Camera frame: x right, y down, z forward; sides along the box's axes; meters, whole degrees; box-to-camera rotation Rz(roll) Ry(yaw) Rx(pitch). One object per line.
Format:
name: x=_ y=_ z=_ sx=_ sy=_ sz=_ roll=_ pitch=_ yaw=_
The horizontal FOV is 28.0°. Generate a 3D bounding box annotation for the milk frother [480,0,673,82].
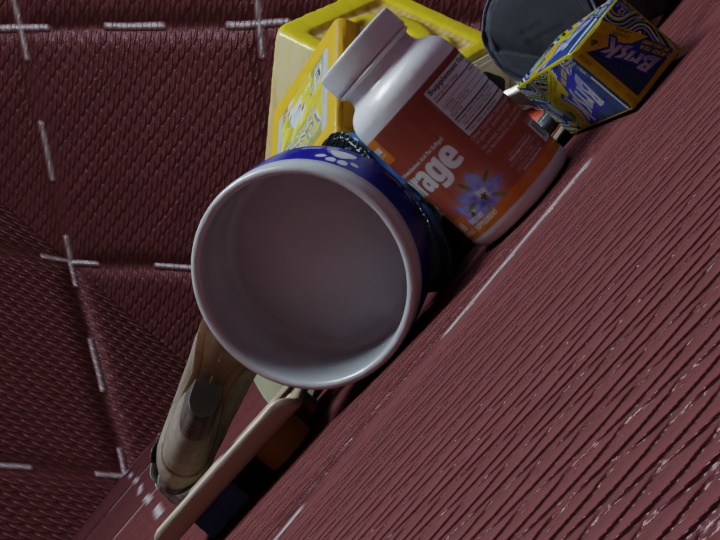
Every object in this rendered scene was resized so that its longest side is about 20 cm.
milk frother: x=0.203 y=-0.314 z=1.427 sx=0.180 sy=0.200 sz=0.188 roll=-26 pitch=13 yaw=28

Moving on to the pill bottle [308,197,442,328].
pill bottle: x=0.000 y=0.000 z=1.397 sx=0.113 sy=0.113 sz=0.200 roll=-45 pitch=6 yaw=43

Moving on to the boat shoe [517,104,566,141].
boat shoe: x=0.148 y=-0.130 z=1.397 sx=0.071 sy=0.063 sz=0.200 roll=-47 pitch=5 yaw=-10

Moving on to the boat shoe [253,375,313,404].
boat shoe: x=-0.095 y=0.063 z=1.514 sx=0.073 sy=0.202 sz=0.063 roll=-16 pitch=-22 yaw=-13

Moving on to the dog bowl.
dog bowl: x=-0.040 y=-0.003 z=1.245 sx=0.200 sy=0.200 sz=0.079 roll=-47 pitch=2 yaw=25

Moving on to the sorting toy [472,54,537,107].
sorting toy: x=0.171 y=-0.190 z=1.532 sx=0.180 sy=0.107 sz=0.200 roll=-20 pitch=9 yaw=47

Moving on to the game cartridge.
game cartridge: x=-0.053 y=-0.141 z=1.529 sx=0.176 sy=0.032 sz=0.200 roll=-50 pitch=29 yaw=46

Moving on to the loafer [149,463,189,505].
loafer: x=-0.219 y=0.243 z=1.748 sx=0.070 sy=0.070 sz=0.200 roll=-50 pitch=4 yaw=-16

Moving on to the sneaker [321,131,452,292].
sneaker: x=0.039 y=-0.057 z=1.333 sx=0.078 sy=0.200 sz=0.066 roll=8 pitch=-54 yaw=-46

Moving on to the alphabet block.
alphabet block: x=0.021 y=-0.190 z=1.697 sx=0.196 sy=0.195 sz=0.201 roll=-35 pitch=-37 yaw=-44

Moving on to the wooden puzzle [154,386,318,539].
wooden puzzle: x=-0.103 y=0.177 z=1.362 sx=0.185 sy=0.046 sz=0.200 roll=-48 pitch=0 yaw=8

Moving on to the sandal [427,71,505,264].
sandal: x=0.090 y=-0.093 z=1.363 sx=0.076 sy=0.043 sz=0.201 roll=139 pitch=146 yaw=-71

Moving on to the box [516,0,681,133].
box: x=0.193 y=-0.167 z=1.200 sx=0.064 sy=0.070 sz=0.200 roll=-51 pitch=4 yaw=-4

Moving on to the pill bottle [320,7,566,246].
pill bottle: x=0.067 y=-0.124 z=1.221 sx=0.112 sy=0.200 sz=0.112 roll=-48 pitch=4 yaw=4

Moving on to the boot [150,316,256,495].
boot: x=-0.141 y=0.114 z=1.372 sx=0.200 sy=0.070 sz=0.146 roll=-62 pitch=-2 yaw=-38
